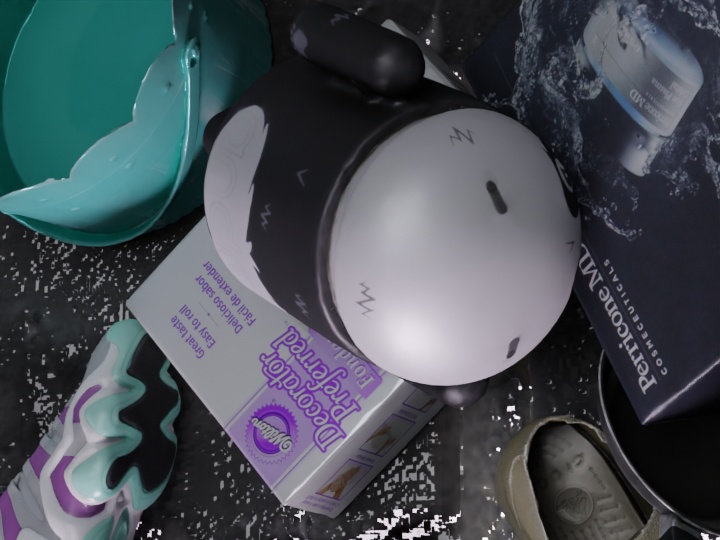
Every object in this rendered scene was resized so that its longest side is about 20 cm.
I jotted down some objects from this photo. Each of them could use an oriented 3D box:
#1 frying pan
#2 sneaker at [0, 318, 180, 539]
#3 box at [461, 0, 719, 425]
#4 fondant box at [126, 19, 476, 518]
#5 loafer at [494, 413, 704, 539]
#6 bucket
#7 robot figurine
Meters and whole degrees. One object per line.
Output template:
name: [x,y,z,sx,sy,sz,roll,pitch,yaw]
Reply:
frying pan: [0.154,0.102,0.941,0.031,0.114,0.191,-47,41,45]
sneaker: [-0.175,0.118,1.117,0.139,0.078,0.202,7,81,26]
box: [0.173,-0.070,0.928,0.200,0.117,0.198,-48,59,42]
fondant box: [0.000,0.000,1.070,0.200,0.058,0.144,-47,64,11]
loafer: [0.123,0.143,0.963,0.075,0.068,0.200,-37,63,-7]
bucket: [-0.152,-0.116,1.126,0.205,0.135,0.209,-6,75,25]
robot figurine: [0.011,-0.028,0.954,0.200,0.150,0.125,29,88,52]
